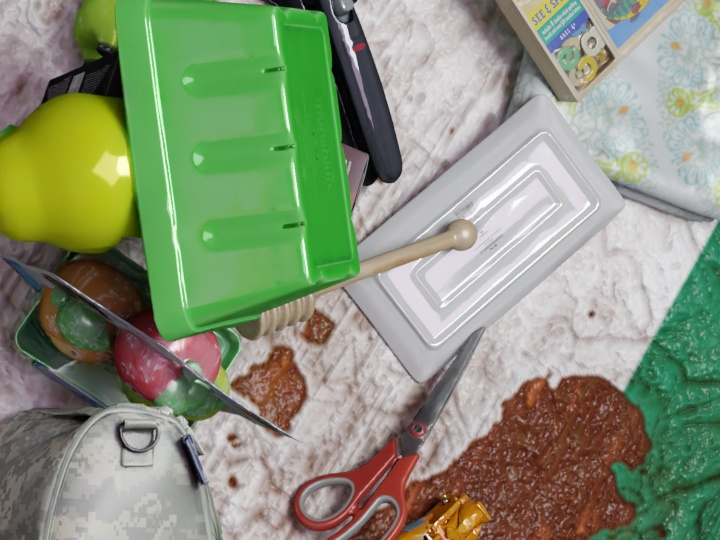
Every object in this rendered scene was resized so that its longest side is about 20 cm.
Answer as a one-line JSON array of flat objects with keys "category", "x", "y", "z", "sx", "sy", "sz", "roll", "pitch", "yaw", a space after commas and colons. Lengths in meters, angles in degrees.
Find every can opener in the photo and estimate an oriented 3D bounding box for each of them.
[{"category": "can opener", "x": -0.014, "y": -0.153, "z": 1.627, "sx": 0.078, "sy": 0.063, "sz": 0.201, "roll": -21, "pitch": 95, "yaw": -26}]

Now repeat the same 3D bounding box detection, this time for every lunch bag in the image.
[{"category": "lunch bag", "x": -0.169, "y": 0.165, "z": 1.453, "sx": 0.139, "sy": 0.200, "sz": 0.168, "roll": 3, "pitch": 86, "yaw": -26}]

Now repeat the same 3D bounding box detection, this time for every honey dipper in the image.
[{"category": "honey dipper", "x": 0.000, "y": 0.000, "z": 1.587, "sx": 0.200, "sy": 0.038, "sz": 0.038, "roll": -21, "pitch": 95, "yaw": -37}]

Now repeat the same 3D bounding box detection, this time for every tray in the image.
[{"category": "tray", "x": 0.087, "y": -0.023, "z": 1.666, "sx": 0.200, "sy": 0.022, "sz": 0.107, "roll": -40, "pitch": 103, "yaw": -10}]

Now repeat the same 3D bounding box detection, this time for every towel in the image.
[{"category": "towel", "x": 0.209, "y": -0.140, "z": 1.742, "sx": 0.199, "sy": 0.048, "sz": 0.172, "roll": 18, "pitch": 78, "yaw": -23}]

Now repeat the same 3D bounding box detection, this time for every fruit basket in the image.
[{"category": "fruit basket", "x": -0.119, "y": -0.060, "z": 1.388, "sx": 0.215, "sy": 0.155, "sz": 0.217, "roll": 1, "pitch": 94, "yaw": 19}, {"category": "fruit basket", "x": -0.138, "y": 0.053, "z": 1.479, "sx": 0.185, "sy": 0.200, "sz": 0.094, "roll": 36, "pitch": 87, "yaw": -20}]

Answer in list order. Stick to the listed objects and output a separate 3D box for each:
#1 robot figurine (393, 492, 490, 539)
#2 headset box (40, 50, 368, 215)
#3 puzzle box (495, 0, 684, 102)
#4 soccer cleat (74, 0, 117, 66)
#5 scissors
[{"category": "robot figurine", "x": 0.029, "y": 0.252, "z": 1.619, "sx": 0.200, "sy": 0.058, "sz": 0.145, "roll": -44, "pitch": 102, "yaw": -22}, {"category": "headset box", "x": -0.100, "y": -0.063, "z": 1.532, "sx": 0.199, "sy": 0.149, "sz": 0.075, "roll": 22, "pitch": 78, "yaw": -23}, {"category": "puzzle box", "x": 0.180, "y": -0.232, "z": 1.682, "sx": 0.200, "sy": 0.025, "sz": 0.133, "roll": -44, "pitch": 114, "yaw": -17}, {"category": "soccer cleat", "x": -0.095, "y": -0.139, "z": 1.590, "sx": 0.200, "sy": 0.067, "sz": 0.081, "roll": 27, "pitch": 63, "yaw": -21}, {"category": "scissors", "x": 0.038, "y": 0.124, "z": 1.632, "sx": 0.200, "sy": 0.014, "sz": 0.073, "roll": -41, "pitch": 67, "yaw": -17}]
